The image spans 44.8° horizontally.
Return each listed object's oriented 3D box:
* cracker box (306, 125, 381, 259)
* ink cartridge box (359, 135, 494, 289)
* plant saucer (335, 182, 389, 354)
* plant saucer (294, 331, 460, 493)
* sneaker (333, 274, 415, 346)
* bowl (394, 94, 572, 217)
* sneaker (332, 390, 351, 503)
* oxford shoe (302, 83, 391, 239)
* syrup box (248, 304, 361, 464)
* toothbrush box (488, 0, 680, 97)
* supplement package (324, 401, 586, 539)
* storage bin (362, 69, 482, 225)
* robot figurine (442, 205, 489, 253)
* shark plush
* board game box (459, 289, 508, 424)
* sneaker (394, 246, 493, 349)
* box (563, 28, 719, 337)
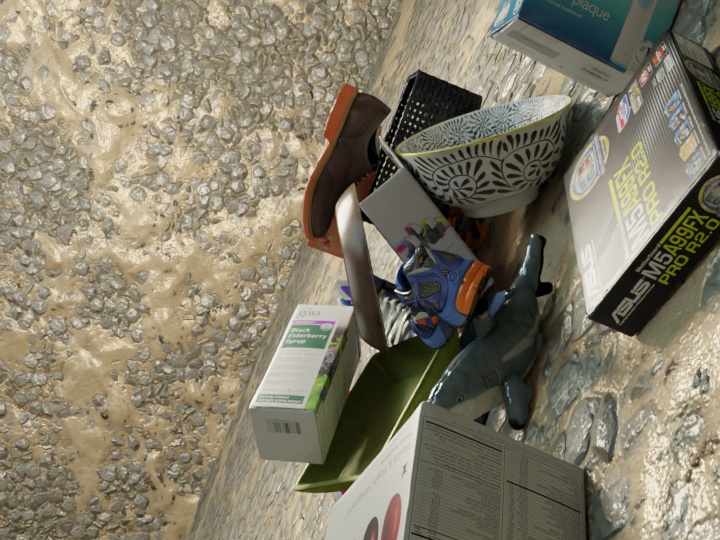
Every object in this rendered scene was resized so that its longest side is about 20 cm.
[{"bbox_3d":[-0.020,-0.122,1.211,0.201,0.057,0.136,-86,17,-65],"label":"cracker box"},{"bbox_3d":[0.061,-0.047,0.986,0.068,0.201,0.115,-38,-1,3],"label":"ink cartridge box"},{"bbox_3d":[0.000,0.000,1.022,0.200,0.032,0.204,-11,-90,-89],"label":"plant saucer"},{"bbox_3d":[0.028,0.166,0.966,0.201,0.048,0.199,-57,13,-29],"label":"plant saucer"},{"bbox_3d":[0.029,0.059,1.146,0.200,0.144,0.082,-114,47,-76],"label":"sneaker"},{"bbox_3d":[0.145,-0.118,0.964,0.201,0.198,0.096,-109,0,-74],"label":"bowl"},{"bbox_3d":[0.005,0.212,1.171,0.201,0.070,0.114,-95,24,-52],"label":"sneaker"},{"bbox_3d":[-0.020,-0.118,1.060,0.071,0.071,0.202,-63,-6,-59],"label":"oxford shoe"},{"bbox_3d":[-0.059,0.127,1.030,0.201,0.077,0.083,-68,-24,-54],"label":"syrup box"},{"bbox_3d":[0.231,-0.292,0.832,0.085,0.144,0.203,-174,107,-78],"label":"toothbrush box"},{"bbox_3d":[0.055,0.248,0.639,0.202,0.145,0.192,-78,14,-46],"label":"supplement package"},{"bbox_3d":[0.075,-0.147,1.147,0.135,0.092,0.203,-115,45,-81],"label":"storage bin"},{"bbox_3d":[0.133,-0.083,1.147,0.145,0.057,0.202,123,165,-49],"label":"robot figurine"},{"bbox_3d":[0.133,0.058,0.806,0.201,0.083,0.091,-56,29,-5],"label":"shark plush"},{"bbox_3d":[0.115,0.124,0.931,0.103,0.019,0.203,150,140,-72],"label":"board game box"},{"bbox_3d":[0.070,0.018,0.839,0.076,0.078,0.200,-59,-4,-17],"label":"sneaker"},{"bbox_3d":[0.228,-0.074,0.688,0.202,0.044,0.161,-81,17,-50],"label":"box"}]
